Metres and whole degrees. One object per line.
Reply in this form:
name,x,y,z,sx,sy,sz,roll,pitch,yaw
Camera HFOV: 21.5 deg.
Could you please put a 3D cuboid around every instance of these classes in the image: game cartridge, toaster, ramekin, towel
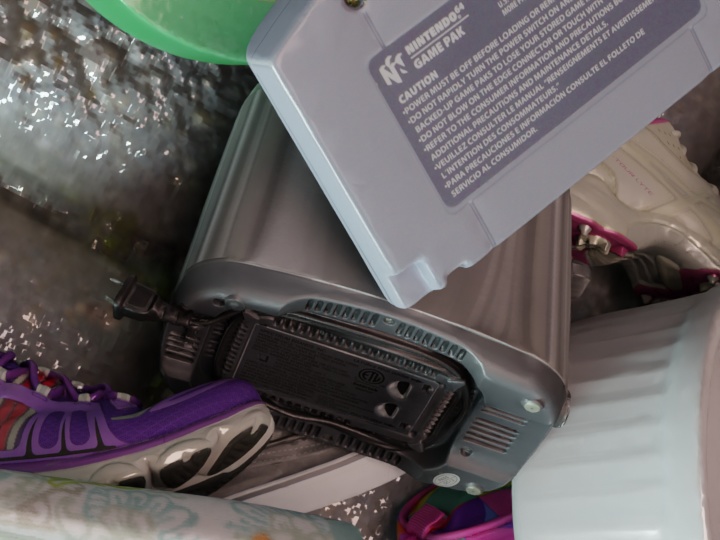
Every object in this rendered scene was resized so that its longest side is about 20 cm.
game cartridge,0.057,-0.097,0.723,0.199,0.041,0.134,-38,117,-16
toaster,0.000,0.000,0.804,0.198,0.114,0.130,17,55,-5
ramekin,0.147,0.108,0.868,0.200,0.097,0.203,21,66,-58
towel,-0.111,0.141,0.760,0.170,0.200,0.049,9,56,-24

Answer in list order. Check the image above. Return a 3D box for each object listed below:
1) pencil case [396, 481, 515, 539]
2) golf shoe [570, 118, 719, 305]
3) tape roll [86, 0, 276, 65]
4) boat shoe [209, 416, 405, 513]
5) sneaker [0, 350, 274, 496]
pencil case,0.074,0.196,0.901,0.088,0.088,0.202,-18,101,-21
golf shoe,0.149,-0.031,0.917,0.199,0.075,0.092,24,68,-32
tape roll,-0.045,-0.188,0.795,0.198,0.048,0.203,-2,96,-24
boat shoe,-0.039,0.076,0.846,0.198,0.069,0.057,-20,103,-19
sneaker,-0.135,0.063,0.764,0.198,0.081,0.084,-8,75,4
